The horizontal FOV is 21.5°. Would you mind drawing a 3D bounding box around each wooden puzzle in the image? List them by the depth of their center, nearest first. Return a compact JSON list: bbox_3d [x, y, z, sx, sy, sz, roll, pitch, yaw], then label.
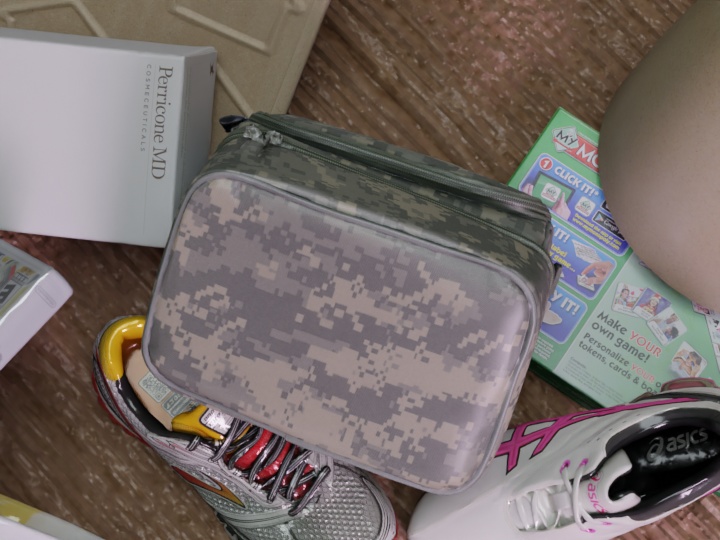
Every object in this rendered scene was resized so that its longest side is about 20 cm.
[{"bbox_3d":[-0.116,-0.147,1.072,0.185,0.046,0.201,24,106,1],"label":"wooden puzzle"}]

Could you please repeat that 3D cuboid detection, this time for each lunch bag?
[{"bbox_3d":[0.000,0.000,0.984,0.199,0.168,0.140,19,113,5],"label":"lunch bag"}]

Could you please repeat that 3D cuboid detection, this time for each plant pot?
[{"bbox_3d":[0.241,-0.098,0.997,0.186,0.200,0.188,4,63,-8],"label":"plant pot"}]

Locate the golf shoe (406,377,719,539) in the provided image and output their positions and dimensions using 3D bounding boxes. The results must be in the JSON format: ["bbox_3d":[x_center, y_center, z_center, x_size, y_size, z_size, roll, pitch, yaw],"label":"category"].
[{"bbox_3d":[0.112,0.109,0.998,0.199,0.092,0.073,-24,87,9],"label":"golf shoe"}]

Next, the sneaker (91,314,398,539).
[{"bbox_3d":[-0.068,0.096,1.019,0.200,0.082,0.078,34,77,8],"label":"sneaker"}]

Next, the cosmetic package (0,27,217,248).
[{"bbox_3d":[-0.185,-0.077,1.030,0.199,0.085,0.108,5,99,8],"label":"cosmetic package"}]

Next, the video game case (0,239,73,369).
[{"bbox_3d":[-0.249,0.051,0.984,0.182,0.200,0.023,-48,118,-12],"label":"video game case"}]

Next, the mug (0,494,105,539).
[{"bbox_3d":[-0.218,0.189,0.982,0.149,0.186,0.154,25,83,-27],"label":"mug"}]

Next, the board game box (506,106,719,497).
[{"bbox_3d":[0.158,0.017,1.071,0.200,0.029,0.135,34,76,8],"label":"board game box"}]
